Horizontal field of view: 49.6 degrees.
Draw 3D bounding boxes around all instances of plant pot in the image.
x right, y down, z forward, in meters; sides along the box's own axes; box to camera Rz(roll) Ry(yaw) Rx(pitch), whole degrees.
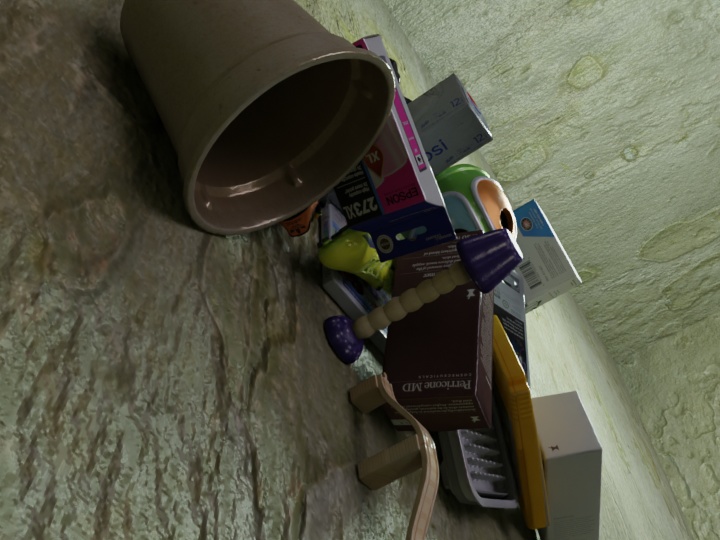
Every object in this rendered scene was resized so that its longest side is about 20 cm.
[{"bbox_3d":[-0.104,-0.165,0.658,0.184,0.200,0.200,52,14,19],"label":"plant pot"}]

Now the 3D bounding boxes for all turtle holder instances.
[{"bbox_3d":[0.106,-0.036,0.960,0.132,0.185,0.141,53,-4,38],"label":"turtle holder"}]

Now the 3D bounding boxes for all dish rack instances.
[{"bbox_3d":[0.120,0.173,0.894,0.171,0.043,0.202,32,42,-58],"label":"dish rack"}]

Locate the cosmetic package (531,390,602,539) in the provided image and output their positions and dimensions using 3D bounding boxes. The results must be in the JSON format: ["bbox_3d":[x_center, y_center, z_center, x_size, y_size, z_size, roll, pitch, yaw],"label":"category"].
[{"bbox_3d":[0.256,0.263,0.990,0.102,0.070,0.202,-98,177,-55],"label":"cosmetic package"}]

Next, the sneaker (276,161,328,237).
[{"bbox_3d":[-0.067,-0.100,0.836,0.200,0.069,0.091,-73,145,-67],"label":"sneaker"}]

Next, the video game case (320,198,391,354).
[{"bbox_3d":[0.000,0.000,0.923,0.143,0.018,0.201,50,19,-31],"label":"video game case"}]

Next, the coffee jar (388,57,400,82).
[{"bbox_3d":[-0.056,-0.199,0.809,0.198,0.086,0.105,17,34,-5],"label":"coffee jar"}]

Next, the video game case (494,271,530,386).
[{"bbox_3d":[0.170,0.053,1.087,0.199,0.023,0.184,30,50,-38],"label":"video game case"}]

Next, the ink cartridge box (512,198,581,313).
[{"bbox_3d":[0.239,0.001,1.289,0.147,0.199,0.084,66,16,19],"label":"ink cartridge box"}]

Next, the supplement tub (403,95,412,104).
[{"bbox_3d":[-0.025,-0.211,0.954,0.199,0.107,0.108,18,40,-35],"label":"supplement tub"}]

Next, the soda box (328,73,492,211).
[{"bbox_3d":[0.051,-0.141,0.926,0.068,0.199,0.064,40,26,-43],"label":"soda box"}]

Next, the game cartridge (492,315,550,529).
[{"bbox_3d":[0.186,0.181,0.960,0.177,0.032,0.202,-97,173,-69],"label":"game cartridge"}]

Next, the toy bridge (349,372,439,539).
[{"bbox_3d":[0.031,0.163,0.663,0.027,0.067,0.201,46,22,-36],"label":"toy bridge"}]

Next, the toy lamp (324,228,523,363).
[{"bbox_3d":[0.061,0.023,0.748,0.058,0.199,0.058,49,20,-26],"label":"toy lamp"}]

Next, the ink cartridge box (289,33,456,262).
[{"bbox_3d":[0.012,-0.106,0.730,0.037,0.094,0.202,-35,104,-51],"label":"ink cartridge box"}]

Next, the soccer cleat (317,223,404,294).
[{"bbox_3d":[0.014,-0.013,0.846,0.084,0.064,0.200,64,17,6],"label":"soccer cleat"}]

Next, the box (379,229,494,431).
[{"bbox_3d":[0.083,0.060,0.808,0.075,0.099,0.202,60,30,-49],"label":"box"}]
